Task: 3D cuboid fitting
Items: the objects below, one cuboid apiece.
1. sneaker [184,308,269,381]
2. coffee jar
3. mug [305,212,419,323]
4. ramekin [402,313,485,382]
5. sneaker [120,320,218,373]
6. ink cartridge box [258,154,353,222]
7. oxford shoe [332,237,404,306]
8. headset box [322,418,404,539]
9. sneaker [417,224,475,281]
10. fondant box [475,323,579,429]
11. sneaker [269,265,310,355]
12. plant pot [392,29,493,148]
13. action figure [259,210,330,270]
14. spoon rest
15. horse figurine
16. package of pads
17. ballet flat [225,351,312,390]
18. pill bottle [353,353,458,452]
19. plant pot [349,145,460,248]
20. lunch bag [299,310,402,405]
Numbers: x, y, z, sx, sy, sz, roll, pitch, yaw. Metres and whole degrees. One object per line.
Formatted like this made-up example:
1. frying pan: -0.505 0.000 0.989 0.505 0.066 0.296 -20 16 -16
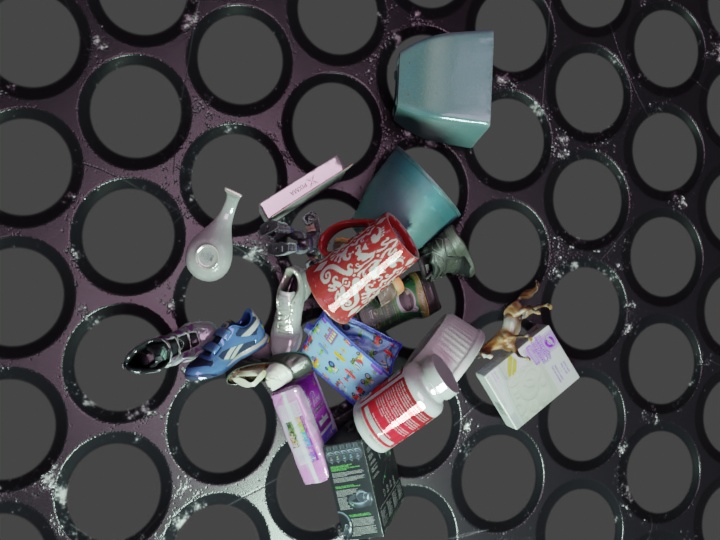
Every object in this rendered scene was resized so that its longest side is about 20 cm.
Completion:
1. sneaker: -0.278 0.151 1.259 0.198 0.073 0.084 -34 118 -38
2. coffee jar: 0.076 0.073 1.356 0.194 0.085 0.107 -18 88 -10
3. mug: -0.004 -0.027 1.206 0.198 0.133 0.180 -36 85 18
4. ramekin: 0.170 0.183 1.321 0.094 0.203 0.203 40 81 4
5. sneaker: -0.378 0.160 1.233 0.195 0.140 0.080 -24 92 -11
6. ink cartridge box: -0.117 -0.170 1.282 0.197 0.176 0.045 -34 93 -11
7. oxford shoe: 0.000 0.000 1.312 0.073 0.072 0.198 -40 57 -20
8. headset box: 0.008 0.410 1.275 0.090 0.174 0.206 -13 91 18
9. sneaker: 0.186 -0.020 1.353 0.113 0.199 0.078 -32 65 10
10. fondant box: 0.384 0.241 1.426 0.198 0.058 0.146 -35 94 -12
11. sneaker: -0.159 0.087 1.299 0.073 0.100 0.207 8 81 16
12. plant pot: 0.170 -0.391 1.349 0.193 0.196 0.203 2 87 -1
13. action figure: -0.120 -0.058 1.290 0.068 0.198 0.134 -18 80 30
14. spoon rest: -0.301 -0.075 1.309 0.097 0.061 0.205 24 96 -8
15. horse figurine: 0.355 0.122 1.404 0.049 0.131 0.204 34 73 -27
16. package of pads: -0.105 0.323 1.291 0.074 0.120 0.205 -21 92 17
17. ballet flat: -0.191 0.212 1.265 0.194 0.069 0.069 -8 124 23
18. pill bottle: 0.089 0.254 1.201 0.199 0.112 0.113 -39 95 18
19. plant pot: 0.081 -0.122 1.322 0.200 0.200 0.188 44 96 -6
20. lunch bag: -0.036 0.175 1.297 0.197 0.152 0.095 32 42 -2
